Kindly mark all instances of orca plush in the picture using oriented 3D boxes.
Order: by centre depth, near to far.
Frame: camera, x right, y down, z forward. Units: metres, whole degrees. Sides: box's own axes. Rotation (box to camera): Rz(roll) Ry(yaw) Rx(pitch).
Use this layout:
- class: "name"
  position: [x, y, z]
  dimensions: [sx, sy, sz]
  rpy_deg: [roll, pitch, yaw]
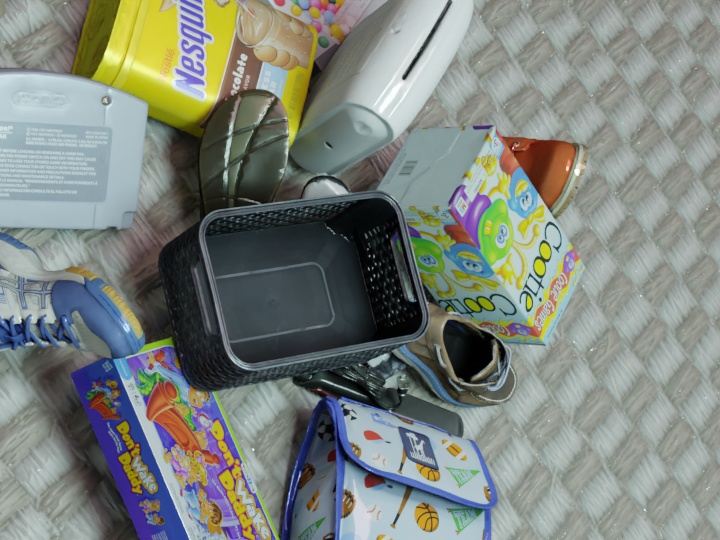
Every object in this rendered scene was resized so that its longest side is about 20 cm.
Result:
- class: "orca plush"
  position: [0.000, 0.000, 1.504]
  dimensions: [0.200, 0.105, 0.071]
  rpy_deg: [56, 18, -8]

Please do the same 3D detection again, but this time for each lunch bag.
- class: "lunch bag"
  position: [0.026, 0.222, 1.406]
  dimensions: [0.170, 0.124, 0.201]
  rpy_deg: [21, 60, -26]

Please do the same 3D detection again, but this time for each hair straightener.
- class: "hair straightener"
  position: [0.016, 0.106, 1.472]
  dimensions: [0.200, 0.077, 0.041]
  rpy_deg: [32, 43, -18]

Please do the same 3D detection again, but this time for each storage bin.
- class: "storage bin"
  position: [-0.056, 0.017, 1.361]
  dimensions: [0.199, 0.094, 0.136]
  rpy_deg: [-9, 79, -32]

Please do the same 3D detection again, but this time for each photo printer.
- class: "photo printer"
  position: [0.020, -0.179, 1.456]
  dimensions: [0.069, 0.200, 0.167]
  rpy_deg: [36, 69, -13]

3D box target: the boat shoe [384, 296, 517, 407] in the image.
- class: "boat shoe"
  position: [0.100, 0.087, 1.501]
  dimensions: [0.200, 0.072, 0.072]
  rpy_deg: [31, 75, -48]

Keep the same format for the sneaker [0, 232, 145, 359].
- class: "sneaker"
  position: [-0.256, 0.040, 1.261]
  dimensions: [0.088, 0.200, 0.075]
  rpy_deg: [-43, 135, -31]

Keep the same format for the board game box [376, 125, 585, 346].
- class: "board game box"
  position: [0.114, -0.031, 1.522]
  dimensions: [0.200, 0.103, 0.105]
  rpy_deg: [52, 55, -36]

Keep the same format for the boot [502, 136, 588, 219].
- class: "boot"
  position: [0.144, -0.100, 1.565]
  dimensions: [0.107, 0.200, 0.075]
  rpy_deg: [22, 81, -20]

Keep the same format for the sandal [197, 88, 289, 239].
- class: "sandal"
  position: [-0.105, -0.064, 1.440]
  dimensions: [0.081, 0.055, 0.201]
  rpy_deg: [-2, 103, -7]

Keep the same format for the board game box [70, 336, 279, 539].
- class: "board game box"
  position: [-0.150, 0.159, 1.321]
  dimensions: [0.201, 0.045, 0.134]
  rpy_deg: [66, 22, 3]

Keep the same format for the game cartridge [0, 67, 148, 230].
- class: "game cartridge"
  position: [-0.277, -0.102, 1.339]
  dimensions: [0.199, 0.040, 0.134]
  rpy_deg: [1, 106, -34]

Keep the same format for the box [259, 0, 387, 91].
- class: "box"
  position: [-0.033, -0.270, 1.598]
  dimensions: [0.200, 0.041, 0.156]
  rpy_deg: [52, 53, -6]

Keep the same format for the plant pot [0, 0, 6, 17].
- class: "plant pot"
  position: [-0.375, -0.264, 1.290]
  dimensions: [0.200, 0.200, 0.174]
  rpy_deg: [-38, 112, -37]

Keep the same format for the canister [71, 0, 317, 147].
- class: "canister"
  position: [-0.148, -0.197, 1.460]
  dimensions: [0.200, 0.086, 0.149]
  rpy_deg: [21, 71, -28]
